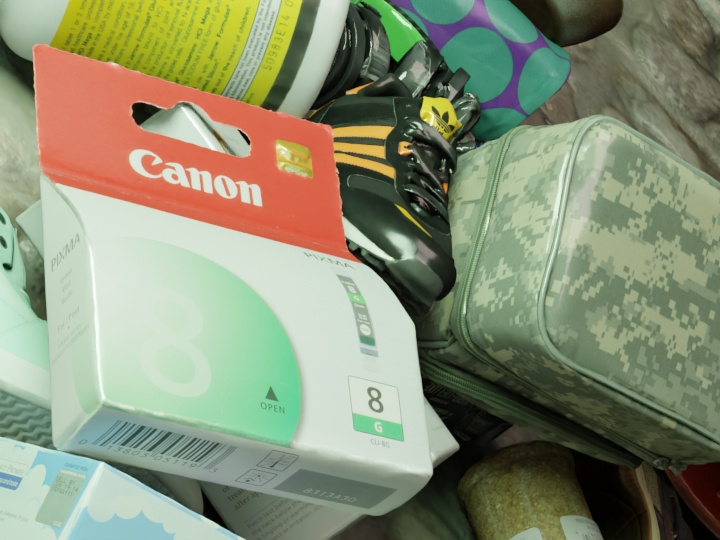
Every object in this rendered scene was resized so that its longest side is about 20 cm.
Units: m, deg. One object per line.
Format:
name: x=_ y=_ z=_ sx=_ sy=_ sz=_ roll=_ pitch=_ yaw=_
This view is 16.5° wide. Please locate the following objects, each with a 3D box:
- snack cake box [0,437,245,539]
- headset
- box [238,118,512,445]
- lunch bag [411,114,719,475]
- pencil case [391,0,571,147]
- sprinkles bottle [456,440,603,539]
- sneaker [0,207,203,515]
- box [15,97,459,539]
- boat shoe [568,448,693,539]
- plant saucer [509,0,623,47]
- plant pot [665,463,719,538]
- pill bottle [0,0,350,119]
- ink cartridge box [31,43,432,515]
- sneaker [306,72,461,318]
snack cake box: x=-0.071 y=0.141 z=1.014 sx=0.200 sy=0.115 sz=0.067 roll=33 pitch=74 yaw=-33
headset: x=0.015 y=-0.115 z=1.370 sx=0.123 sy=0.094 sz=0.200 roll=27 pitch=28 yaw=-30
box: x=0.000 y=0.000 z=1.361 sx=0.200 sy=0.050 sz=0.158 roll=21 pitch=42 yaw=-44
lunch bag: x=0.111 y=0.020 z=1.283 sx=0.200 sy=0.168 sz=0.140 roll=27 pitch=70 yaw=-35
pencil case: x=0.037 y=-0.166 z=1.570 sx=0.200 sy=0.085 sz=0.092 roll=40 pitch=-13 yaw=-23
sprinkles bottle: x=0.110 y=0.188 z=1.289 sx=0.068 sy=0.068 sz=0.200 roll=20 pitch=42 yaw=-45
sneaker: x=-0.141 y=0.031 z=1.086 sx=0.200 sy=0.074 sz=0.118 roll=38 pitch=37 yaw=-21
box: x=-0.053 y=0.031 z=1.156 sx=0.200 sy=0.097 sz=0.124 roll=55 pitch=5 yaw=6
boat shoe: x=0.156 y=0.155 z=1.390 sx=0.065 sy=0.073 sz=0.200 roll=32 pitch=34 yaw=-24
plant saucer: x=0.075 y=-0.201 z=1.614 sx=0.200 sy=0.200 sz=0.037 roll=39 pitch=73 yaw=-23
plant pot: x=0.294 y=0.049 z=1.415 sx=0.201 sy=0.201 sz=0.195 roll=54 pitch=40 yaw=4
pill bottle: x=-0.114 y=-0.149 z=1.260 sx=0.200 sy=0.113 sz=0.113 roll=16 pitch=41 yaw=-19
ink cartridge box: x=-0.055 y=-0.006 z=1.039 sx=0.161 sy=0.050 sz=0.200 roll=15 pitch=55 yaw=-32
sneaker: x=0.015 y=-0.049 z=1.209 sx=0.070 sy=0.090 sz=0.200 roll=45 pitch=1 yaw=-24
